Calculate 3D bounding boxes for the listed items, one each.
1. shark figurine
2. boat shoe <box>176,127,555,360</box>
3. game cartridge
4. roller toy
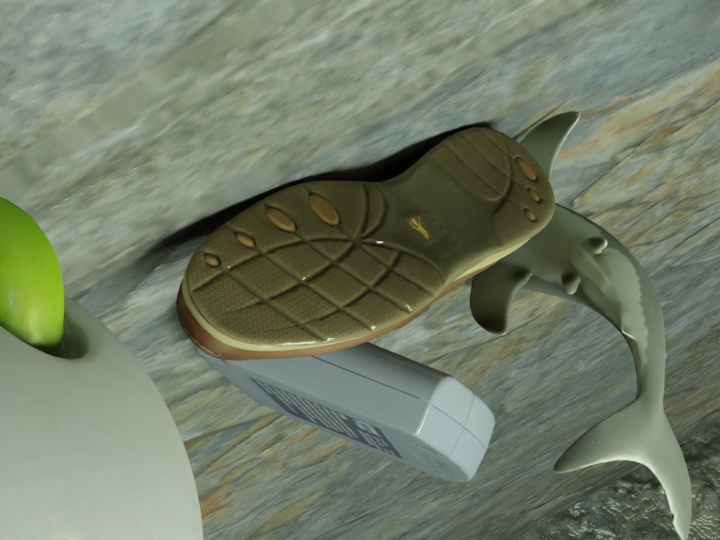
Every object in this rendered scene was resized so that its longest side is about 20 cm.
[{"bbox_3d":[0.109,0.017,0.954,0.128,0.214,0.089,-49,137,3],"label":"shark figurine"},{"bbox_3d":[0.000,-0.001,0.881,0.200,0.072,0.068,-23,163,-40],"label":"boat shoe"},{"bbox_3d":[-0.001,0.061,0.989,0.041,0.133,0.200,-64,170,-7],"label":"game cartridge"},{"bbox_3d":[-0.154,0.092,0.624,0.182,0.200,0.140,-31,167,26],"label":"roller toy"}]
